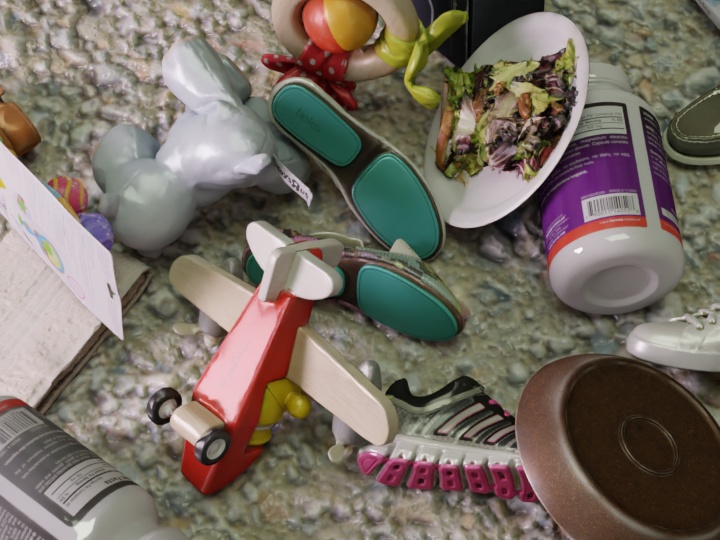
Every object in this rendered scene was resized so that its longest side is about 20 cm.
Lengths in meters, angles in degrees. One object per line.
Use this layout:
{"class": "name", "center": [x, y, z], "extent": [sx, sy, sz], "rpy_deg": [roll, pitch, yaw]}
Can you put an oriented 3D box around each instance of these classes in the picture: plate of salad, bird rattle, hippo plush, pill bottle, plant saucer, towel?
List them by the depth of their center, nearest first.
{"class": "pill bottle", "center": [-0.225, 0.192, 1.261], "extent": [0.199, 0.116, 0.116], "rpy_deg": [33, 65, 20]}
{"class": "plant saucer", "center": [0.211, 0.139, 1.269], "extent": [0.199, 0.035, 0.201], "rpy_deg": [16, 47, -18]}
{"class": "towel", "center": [-0.284, 0.042, 1.406], "extent": [0.132, 0.035, 0.201], "rpy_deg": [28, 63, 18]}
{"class": "pill bottle", "center": [0.204, -0.072, 1.407], "extent": [0.111, 0.113, 0.201], "rpy_deg": [-4, 57, 0]}
{"class": "plate of salad", "center": [0.114, -0.133, 1.421], "extent": [0.048, 0.199, 0.202], "rpy_deg": [27, 51, -32]}
{"class": "hippo plush", "center": [-0.140, -0.079, 1.436], "extent": [0.160, 0.159, 0.201], "rpy_deg": [-39, 55, 9]}
{"class": "bird rattle", "center": [-0.010, -0.207, 1.455], "extent": [0.199, 0.163, 0.113], "rpy_deg": [1, 51, 34]}

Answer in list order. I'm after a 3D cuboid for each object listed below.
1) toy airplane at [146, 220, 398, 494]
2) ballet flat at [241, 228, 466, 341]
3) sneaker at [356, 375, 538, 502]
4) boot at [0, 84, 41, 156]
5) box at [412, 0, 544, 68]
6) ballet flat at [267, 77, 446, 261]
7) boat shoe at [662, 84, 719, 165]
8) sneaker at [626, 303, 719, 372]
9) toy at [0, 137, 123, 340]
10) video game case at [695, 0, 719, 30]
{"class": "toy airplane", "center": [-0.064, 0.062, 1.321], "extent": [0.198, 0.141, 0.202], "rpy_deg": [-19, 68, 28]}
{"class": "ballet flat", "center": [0.000, 0.000, 1.406], "extent": [0.198, 0.070, 0.071], "rpy_deg": [15, 40, 12]}
{"class": "sneaker", "center": [0.099, 0.126, 1.311], "extent": [0.198, 0.074, 0.088], "rpy_deg": [4, 62, 9]}
{"class": "boot", "center": [-0.396, -0.136, 1.502], "extent": [0.154, 0.074, 0.200], "rpy_deg": [-38, 76, -18]}
{"class": "box", "center": [0.071, -0.306, 1.540], "extent": [0.104, 0.148, 0.200], "rpy_deg": [-37, 64, -20]}
{"class": "ballet flat", "center": [0.001, -0.092, 1.445], "extent": [0.200, 0.069, 0.070], "rpy_deg": [45, 66, -6]}
{"class": "boat shoe", "center": [0.359, -0.154, 1.481], "extent": [0.200, 0.060, 0.072], "rpy_deg": [-21, 58, -10]}
{"class": "sneaker", "center": [0.310, 0.035, 1.343], "extent": [0.198, 0.073, 0.086], "rpy_deg": [-1, 101, -7]}
{"class": "toy", "center": [-0.247, -0.047, 1.375], "extent": [0.047, 0.116, 0.200], "rpy_deg": [-38, 63, -26]}
{"class": "video game case", "center": [0.377, -0.279, 1.570], "extent": [0.142, 0.018, 0.201], "rpy_deg": [-21, 52, -11]}
